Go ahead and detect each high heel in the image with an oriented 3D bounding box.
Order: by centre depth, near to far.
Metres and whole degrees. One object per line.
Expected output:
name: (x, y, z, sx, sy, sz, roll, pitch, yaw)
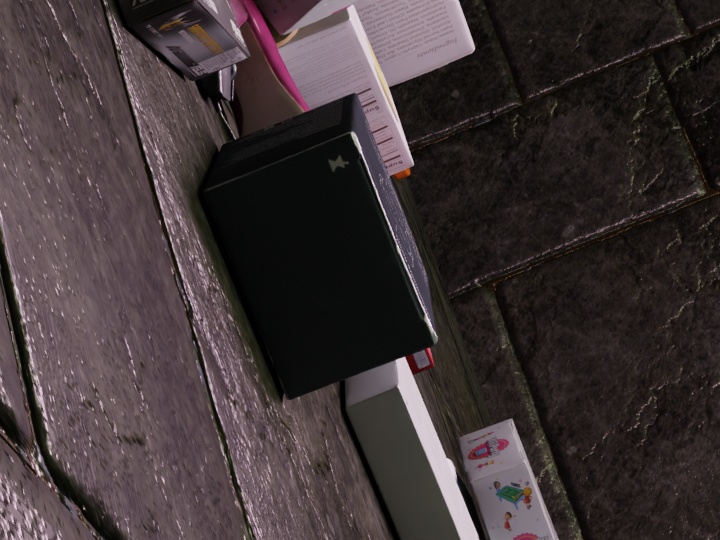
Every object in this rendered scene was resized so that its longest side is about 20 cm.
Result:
high heel: (-0.071, -0.131, 1.710, 0.201, 0.067, 0.096, 55, 17, -8)

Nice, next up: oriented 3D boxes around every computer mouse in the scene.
computer mouse: (-0.090, -0.116, 1.625, 0.059, 0.034, 0.202, -65, 135, -85)

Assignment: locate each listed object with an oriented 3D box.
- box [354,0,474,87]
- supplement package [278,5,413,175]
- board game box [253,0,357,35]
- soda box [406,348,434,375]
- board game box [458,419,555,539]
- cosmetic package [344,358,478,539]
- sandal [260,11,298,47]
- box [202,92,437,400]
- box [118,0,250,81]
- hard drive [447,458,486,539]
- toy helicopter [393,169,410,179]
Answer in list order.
box: (-0.024, -0.286, 2.118, 0.172, 0.198, 0.200, 66, 4, -47)
supplement package: (-0.041, -0.170, 1.960, 0.200, 0.109, 0.114, 63, 7, -50)
board game box: (-0.075, -0.291, 1.766, 0.200, 0.064, 0.147, 52, 26, 1)
soda box: (0.000, 0.000, 1.969, 0.070, 0.063, 0.201, -102, 170, -63)
board game box: (0.167, 0.271, 2.293, 0.148, 0.064, 0.201, -97, 167, -77)
cosmetic package: (0.044, 0.166, 1.813, 0.151, 0.051, 0.201, -101, 169, -76)
sandal: (-0.099, -0.244, 1.858, 0.070, 0.077, 0.213, 86, -21, -57)
box: (-0.025, -0.021, 1.501, 0.200, 0.106, 0.150, -91, 160, -79)
box: (-0.135, -0.219, 1.466, 0.200, 0.048, 0.160, 40, 29, -81)
hard drive: (0.121, 0.302, 2.256, 0.132, 0.026, 0.201, 62, 8, -61)
toy helicopter: (-0.009, -0.135, 2.410, 0.200, 0.078, 0.133, -75, 144, -76)
